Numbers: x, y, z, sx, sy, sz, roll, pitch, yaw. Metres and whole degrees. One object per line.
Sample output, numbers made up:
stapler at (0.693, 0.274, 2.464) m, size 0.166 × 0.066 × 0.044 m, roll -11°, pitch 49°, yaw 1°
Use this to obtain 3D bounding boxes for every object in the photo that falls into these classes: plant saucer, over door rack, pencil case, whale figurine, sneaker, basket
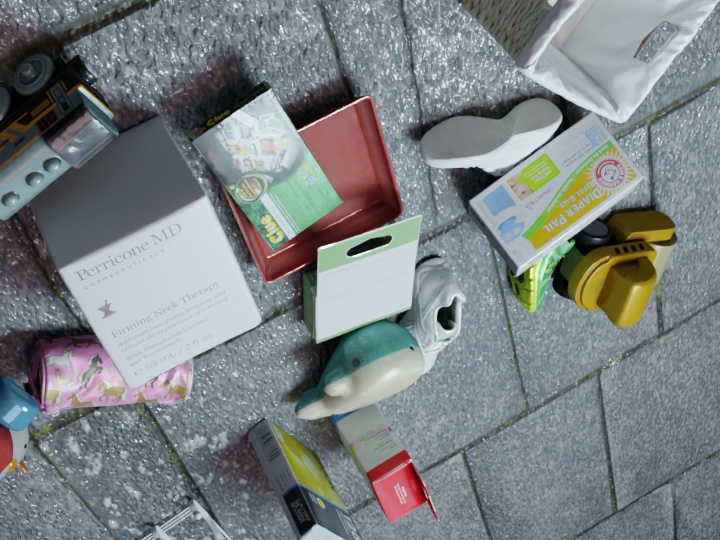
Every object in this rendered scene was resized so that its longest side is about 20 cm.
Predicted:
plant saucer at (-0.059, -0.101, 1.355) m, size 0.200 × 0.037 × 0.200 m, roll -28°, pitch 137°, yaw -9°
over door rack at (-0.254, 0.436, 1.689) m, size 0.148 × 0.067 × 0.200 m, roll -34°, pitch 138°, yaw -1°
pencil case at (-0.299, 0.123, 1.368) m, size 0.200 × 0.083 × 0.087 m, roll -1°, pitch 127°, yaw -33°
whale figurine at (-0.009, 0.137, 1.571) m, size 0.200 × 0.104 × 0.159 m, roll -32°, pitch 165°, yaw 31°
sneaker at (0.162, -0.150, 1.433) m, size 0.200 × 0.075 × 0.089 m, roll -16°, pitch 146°, yaw -22°
sneaker at (0.097, 0.082, 1.588) m, size 0.070 × 0.080 × 0.201 m, roll -13°, pitch 135°, yaw -25°
sneaker at (0.262, -0.021, 1.604) m, size 0.083 × 0.074 × 0.200 m, roll -10°, pitch 132°, yaw -20°
basket at (0.260, -0.307, 1.283) m, size 0.200 × 0.161 × 0.198 m, roll 17°, pitch 117°, yaw -40°

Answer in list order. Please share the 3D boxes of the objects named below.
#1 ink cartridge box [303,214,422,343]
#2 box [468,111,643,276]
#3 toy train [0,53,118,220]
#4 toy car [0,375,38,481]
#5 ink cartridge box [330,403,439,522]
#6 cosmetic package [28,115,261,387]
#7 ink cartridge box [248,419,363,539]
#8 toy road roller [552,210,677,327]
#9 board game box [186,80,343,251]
ink cartridge box at (0.000, 0.000, 1.454) m, size 0.145 × 0.048 × 0.200 m, roll -19°, pitch 143°, yaw -17°
box at (0.252, -0.098, 1.477) m, size 0.200 × 0.113 × 0.101 m, roll -37°, pitch 172°, yaw 1°
toy train at (-0.328, -0.123, 1.098) m, size 0.200 × 0.114 × 0.085 m, roll -38°, pitch 146°, yaw 3°
toy car at (-0.434, 0.198, 1.300) m, size 0.184 × 0.177 × 0.200 m, roll -48°, pitch 150°, yaw -3°
ink cartridge box at (0.031, 0.275, 1.627) m, size 0.067 × 0.200 × 0.116 m, roll -29°, pitch 137°, yaw -7°
cosmetic package at (-0.233, -0.019, 1.220) m, size 0.167 × 0.166 × 0.200 m, roll -27°, pitch 136°, yaw -9°
ink cartridge box at (-0.060, 0.328, 1.619) m, size 0.047 × 0.198 × 0.200 m, roll -41°, pitch 138°, yaw 8°
toy road roller at (0.390, 0.005, 1.655) m, size 0.200 × 0.146 × 0.123 m, roll -8°, pitch 131°, yaw -27°
board game box at (-0.103, -0.113, 1.273) m, size 0.105 × 0.023 × 0.200 m, roll -36°, pitch 137°, yaw -3°
